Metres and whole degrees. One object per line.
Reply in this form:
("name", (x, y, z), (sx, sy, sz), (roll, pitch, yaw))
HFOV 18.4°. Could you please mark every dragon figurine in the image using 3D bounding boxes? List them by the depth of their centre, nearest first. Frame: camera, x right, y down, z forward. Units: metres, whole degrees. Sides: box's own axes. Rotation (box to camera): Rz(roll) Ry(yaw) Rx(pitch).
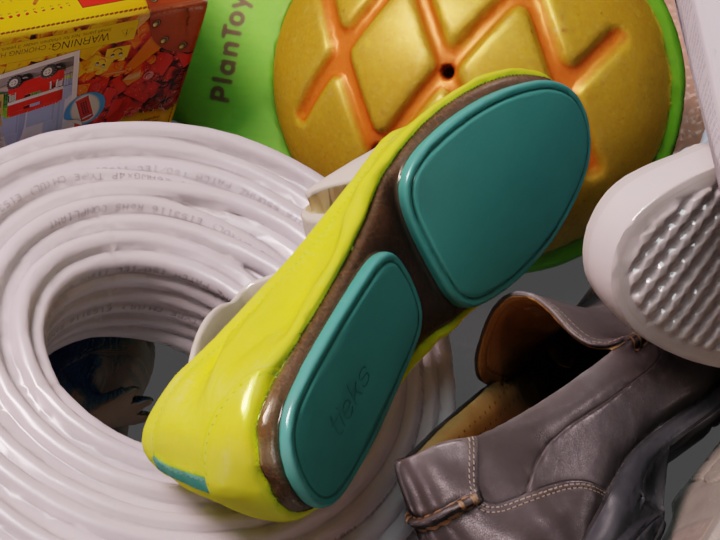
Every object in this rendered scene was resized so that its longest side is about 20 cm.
("dragon figurine", (-0.128, 0.039, 0.801), (0.198, 0.059, 0.100), (-19, 43, -6))

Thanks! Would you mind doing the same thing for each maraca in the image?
("maraca", (0.019, -0.071, 0.810), (0.198, 0.107, 0.138), (11, 88, 12))

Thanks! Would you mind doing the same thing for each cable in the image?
("cable", (-0.063, 0.042, 0.701), (0.198, 0.069, 0.201), (-5, 51, -27))

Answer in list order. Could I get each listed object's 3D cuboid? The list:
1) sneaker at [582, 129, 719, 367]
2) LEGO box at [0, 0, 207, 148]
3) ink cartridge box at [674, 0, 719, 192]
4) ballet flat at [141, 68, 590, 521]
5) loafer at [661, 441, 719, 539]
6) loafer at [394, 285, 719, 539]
("sneaker", (0.129, -0.018, 0.726), (0.199, 0.075, 0.082), (-4, 21, -43))
("LEGO box", (-0.170, -0.050, 0.780), (0.199, 0.149, 0.077), (-16, 56, -32))
("ink cartridge box", (0.196, -0.046, 0.619), (0.198, 0.041, 0.201), (-7, 44, 4))
("ballet flat", (0.000, 0.000, 0.676), (0.067, 0.067, 0.200), (-1, 35, 37))
("loafer", (0.103, 0.112, 0.656), (0.063, 0.072, 0.200), (45, 67, -5))
("loafer", (0.070, 0.034, 0.702), (0.072, 0.073, 0.200), (-25, 18, 33))
